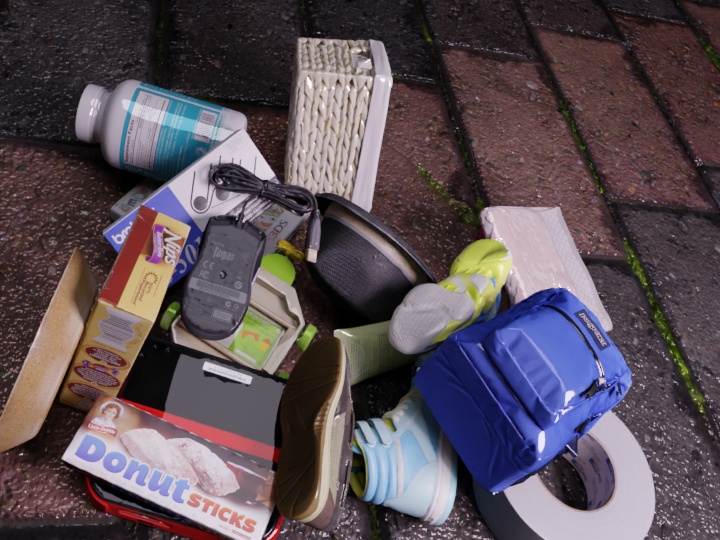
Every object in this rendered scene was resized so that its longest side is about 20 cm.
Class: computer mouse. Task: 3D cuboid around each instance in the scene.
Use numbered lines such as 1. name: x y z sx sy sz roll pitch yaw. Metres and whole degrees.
1. computer mouse: -0.119 -0.011 0.812 0.138 0.046 0.204 12 71 -11

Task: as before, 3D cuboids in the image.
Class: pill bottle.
1. pill bottle: -0.249 -0.170 0.912 0.196 0.112 0.112 16 48 -8

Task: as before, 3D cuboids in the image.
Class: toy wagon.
1. toy wagon: -0.127 0.050 0.839 0.154 0.040 0.201 32 55 0

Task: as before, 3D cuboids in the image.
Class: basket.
1. basket: -0.036 -0.197 0.977 0.121 0.203 0.137 4 36 -8

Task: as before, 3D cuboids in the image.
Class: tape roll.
1. tape roll: 0.227 0.234 0.821 0.196 0.067 0.203 10 50 -11

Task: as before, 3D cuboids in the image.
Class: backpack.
1. backpack: 0.190 0.110 0.753 0.198 0.168 0.164 -18 71 -40

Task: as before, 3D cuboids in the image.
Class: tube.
1. tube: 0.051 0.085 0.881 0.197 0.052 0.059 -14 73 -31

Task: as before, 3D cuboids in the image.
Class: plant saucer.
1. plant saucer: -0.290 0.078 0.677 0.035 0.200 0.203 23 46 -20

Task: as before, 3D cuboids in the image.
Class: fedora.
1. fedora: 0.000 0.000 0.881 0.199 0.201 0.092 36 80 10

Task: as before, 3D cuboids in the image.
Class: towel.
1. towel: 0.249 0.008 0.967 0.189 0.032 0.203 -8 72 -45

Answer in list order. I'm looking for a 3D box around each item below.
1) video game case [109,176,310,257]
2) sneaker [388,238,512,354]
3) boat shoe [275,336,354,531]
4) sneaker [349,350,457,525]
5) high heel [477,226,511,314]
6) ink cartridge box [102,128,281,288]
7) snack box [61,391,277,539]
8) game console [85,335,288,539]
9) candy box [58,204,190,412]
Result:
1. video game case: -0.190 -0.076 0.948 0.198 0.023 0.183 31 48 6
2. sneaker: 0.110 0.054 0.828 0.075 0.106 0.199 29 52 36
3. boat shoe: -0.040 0.161 0.730 0.065 0.072 0.203 50 35 -37
4. sneaker: 0.039 0.166 0.799 0.128 0.080 0.203 14 48 -10
5. high heel: 0.186 0.025 0.970 0.095 0.068 0.202 -4 57 -36
6. ink cartridge box: -0.190 -0.068 0.845 0.199 0.044 0.095 -39 108 -12
7. snack box: -0.174 0.190 0.688 0.197 0.024 0.073 25 58 -1
8. game console: -0.158 0.174 0.735 0.196 0.031 0.179 19 57 -6
9. candy box: -0.234 0.046 0.711 0.056 0.201 0.118 23 46 -15
